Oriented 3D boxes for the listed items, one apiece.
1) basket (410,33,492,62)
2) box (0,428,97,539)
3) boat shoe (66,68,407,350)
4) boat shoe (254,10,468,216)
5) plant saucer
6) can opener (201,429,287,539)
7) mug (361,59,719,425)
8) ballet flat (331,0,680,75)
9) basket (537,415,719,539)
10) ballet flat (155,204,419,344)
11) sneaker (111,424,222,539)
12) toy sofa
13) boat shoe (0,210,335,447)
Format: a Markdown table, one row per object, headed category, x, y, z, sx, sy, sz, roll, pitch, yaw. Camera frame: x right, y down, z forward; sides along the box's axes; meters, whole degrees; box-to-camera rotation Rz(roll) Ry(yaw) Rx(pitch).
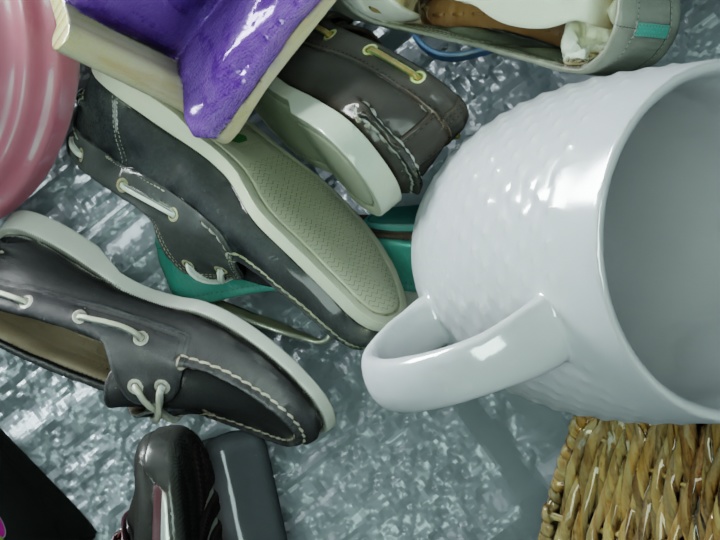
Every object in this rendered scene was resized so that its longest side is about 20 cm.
| category | x | y | z | sx | sy | sz | roll | pitch | yaw |
| --- | --- | --- | --- | --- | --- | --- | --- | --- | --- |
| basket | 0.106 | -0.198 | 1.361 | 0.199 | 0.139 | 0.177 | -11 | 87 | 7 |
| box | -0.235 | 0.118 | 1.386 | 0.124 | 0.200 | 0.149 | -45 | 81 | 5 |
| boat shoe | -0.058 | -0.025 | 1.374 | 0.200 | 0.072 | 0.068 | 41 | 114 | 23 |
| boat shoe | -0.012 | -0.085 | 1.375 | 0.060 | 0.201 | 0.072 | -38 | 122 | -6 |
| plant saucer | -0.221 | -0.114 | 1.422 | 0.200 | 0.051 | 0.202 | 10 | 107 | 36 |
| can opener | -0.029 | 0.173 | 1.431 | 0.067 | 0.053 | 0.201 | -11 | 85 | -22 |
| mug | 0.087 | 0.003 | 1.258 | 0.200 | 0.175 | 0.148 | -33 | 106 | -29 |
| ballet flat | 0.043 | -0.130 | 1.298 | 0.199 | 0.064 | 0.068 | 16 | 104 | 30 |
| basket | 0.174 | 0.147 | 1.363 | 0.142 | 0.148 | 0.201 | 16 | 103 | 50 |
| ballet flat | 0.000 | 0.000 | 1.419 | 0.199 | 0.067 | 0.071 | 2 | 103 | 14 |
| sneaker | -0.125 | 0.163 | 1.395 | 0.115 | 0.076 | 0.201 | 3 | 116 | 9 |
| toy sofa | -0.049 | -0.160 | 1.307 | 0.200 | 0.083 | 0.098 | -49 | 37 | 24 |
| boat shoe | -0.105 | 0.040 | 1.413 | 0.199 | 0.074 | 0.060 | 29 | 62 | 18 |
